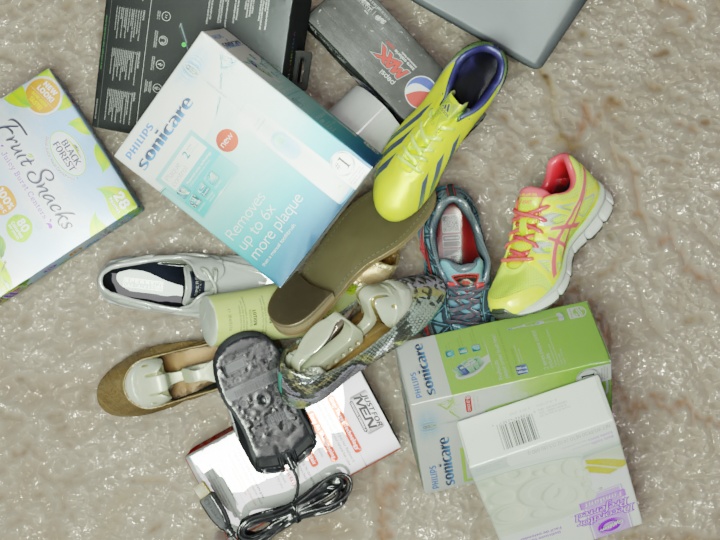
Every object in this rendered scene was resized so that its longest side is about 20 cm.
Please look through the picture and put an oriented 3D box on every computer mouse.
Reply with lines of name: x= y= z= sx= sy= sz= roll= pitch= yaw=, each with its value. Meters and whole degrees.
computer mouse: x=-0.110 y=0.169 z=1.394 sx=0.140 sy=0.046 sz=0.201 roll=-29 pitch=93 yaw=-10

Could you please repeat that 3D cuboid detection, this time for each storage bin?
storage bin: x=0.145 y=-0.296 z=1.424 sx=0.199 sy=0.146 sz=0.135 roll=28 pitch=99 yaw=-2

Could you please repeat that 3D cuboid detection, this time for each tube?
tube: x=-0.062 y=0.038 z=1.435 sx=0.199 sy=0.058 sz=0.052 roll=-6 pitch=46 yaw=-26

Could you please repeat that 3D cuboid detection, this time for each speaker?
speaker: x=-0.047 y=-0.092 z=1.427 sx=0.200 sy=0.081 sz=0.081 roll=-45 pitch=92 yaw=-8

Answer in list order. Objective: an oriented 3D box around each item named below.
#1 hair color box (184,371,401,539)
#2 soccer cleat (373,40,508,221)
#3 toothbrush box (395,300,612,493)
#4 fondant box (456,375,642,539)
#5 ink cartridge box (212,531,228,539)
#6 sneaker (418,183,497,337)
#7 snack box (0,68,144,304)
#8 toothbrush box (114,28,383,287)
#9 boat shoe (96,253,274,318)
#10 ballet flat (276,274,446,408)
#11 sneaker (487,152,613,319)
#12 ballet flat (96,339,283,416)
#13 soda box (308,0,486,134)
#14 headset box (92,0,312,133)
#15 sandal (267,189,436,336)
hair color box: x=-0.068 y=0.183 z=1.449 sx=0.199 sy=0.061 sz=0.102 roll=-28 pitch=91 yaw=-1
soccer cleat: x=0.074 y=-0.139 z=1.376 sx=0.065 sy=0.084 sz=0.201 roll=34 pitch=86 yaw=-2
toothbrush box: x=0.144 y=0.127 z=1.409 sx=0.199 sy=0.086 sz=0.146 roll=-11 pitch=135 yaw=-1
fondant box: x=0.189 y=0.201 z=1.392 sx=0.144 sy=0.200 sz=0.058 roll=-19 pitch=49 yaw=5
ink cartridge box: x=-0.070 y=0.343 z=1.407 sx=0.199 sy=0.146 sz=0.085 roll=21 pitch=88 yaw=-1
sneaker: x=0.096 y=0.013 z=1.437 sx=0.079 sy=0.096 sz=0.201 roll=-11 pitch=91 yaw=-1
snack box: x=-0.348 y=-0.079 z=1.435 sx=0.199 sy=0.068 sz=0.169 roll=-34 pitch=91 yaw=-3
toothbrush box: x=-0.102 y=-0.107 z=1.319 sx=0.200 sy=0.085 sz=0.147 roll=39 pitch=104 yaw=0
boat shoe: x=-0.169 y=0.019 z=1.441 sx=0.199 sy=0.065 sz=0.074 roll=-2 pitch=90 yaw=-4
ballet flat: x=0.000 y=0.055 z=1.365 sx=0.200 sy=0.072 sz=0.072 roll=-37 pitch=92 yaw=-15
sneaker: x=0.175 y=-0.037 z=1.415 sx=0.090 sy=0.078 sz=0.200 roll=54 pitch=54 yaw=-29
ballet flat: x=-0.175 y=0.106 z=1.439 sx=0.199 sy=0.072 sz=0.068 roll=-12 pitch=94 yaw=-2
soda box: x=0.035 y=-0.205 z=1.450 sx=0.071 sy=0.063 sz=0.200 roll=-44 pitch=91 yaw=-1
headset box: x=-0.148 y=-0.213 z=1.395 sx=0.199 sy=0.093 sz=0.175 roll=10 pitch=105 yaw=8
sandal: x=-0.004 y=-0.003 z=1.424 sx=0.212 sy=0.070 sz=0.078 roll=-43 pitch=55 yaw=-15
